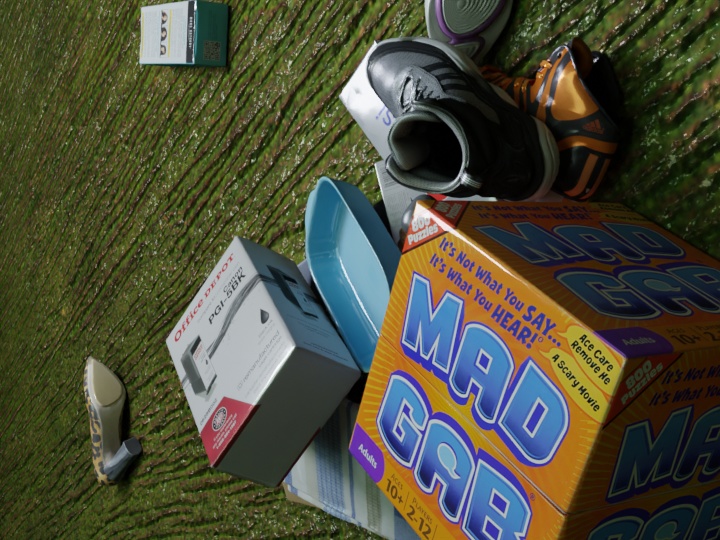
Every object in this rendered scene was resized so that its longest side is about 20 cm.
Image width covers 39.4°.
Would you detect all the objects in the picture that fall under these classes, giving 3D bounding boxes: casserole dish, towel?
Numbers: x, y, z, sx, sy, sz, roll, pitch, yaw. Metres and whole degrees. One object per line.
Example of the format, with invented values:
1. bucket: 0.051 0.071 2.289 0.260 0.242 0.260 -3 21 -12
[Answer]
1. casserole dish: 0.000 0.000 0.928 0.201 0.038 0.122 59 147 40
2. towel: -0.006 0.189 0.992 0.198 0.024 0.149 16 121 37

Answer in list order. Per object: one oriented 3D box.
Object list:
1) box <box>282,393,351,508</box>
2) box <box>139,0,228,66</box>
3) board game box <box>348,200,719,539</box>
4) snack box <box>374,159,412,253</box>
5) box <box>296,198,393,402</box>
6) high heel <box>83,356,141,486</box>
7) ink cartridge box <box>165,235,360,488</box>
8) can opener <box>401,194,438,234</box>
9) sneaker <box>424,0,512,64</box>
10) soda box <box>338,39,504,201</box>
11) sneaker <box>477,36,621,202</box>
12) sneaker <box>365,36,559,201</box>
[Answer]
1. box: -0.056 0.165 1.071 0.163 0.021 0.202 -1 112 50
2. box: -0.248 -0.325 1.393 0.199 0.049 0.083 18 107 55
3. board game box: 0.143 0.086 0.673 0.200 0.198 0.202 42 125 47
4. snack box: 0.070 -0.013 0.904 0.024 0.071 0.202 48 -152 -71
5. box: 0.011 0.035 1.011 0.200 0.050 0.160 -33 64 53
6. high heel: -0.442 0.259 1.695 0.143 0.071 0.201 -48 62 39
7. ink cartridge box: -0.102 0.083 0.977 0.147 0.082 0.200 -54 37 14
8. can opener: 0.089 0.018 0.769 0.067 0.200 0.053 -52 46 2
9. sneaker: 0.092 -0.278 0.873 0.100 0.074 0.203 -97 8 -72
10. soda box: 0.066 -0.105 0.868 0.201 0.063 0.068 55 129 23
11. sneaker: 0.134 -0.145 0.802 0.200 0.077 0.113 46 125 30
12. sneaker: 0.050 -0.119 0.755 0.200 0.113 0.076 43 123 32
